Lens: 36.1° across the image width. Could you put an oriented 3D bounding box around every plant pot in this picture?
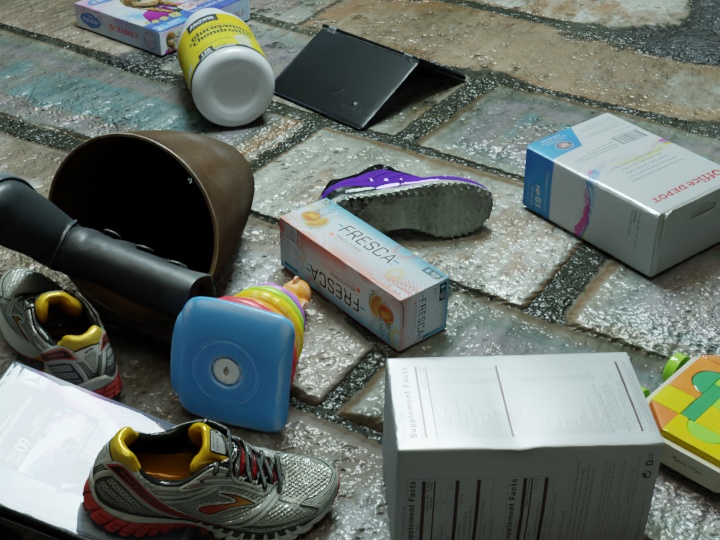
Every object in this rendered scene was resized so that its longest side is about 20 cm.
[{"bbox_3d":[-0.191,-0.069,1.152,0.186,0.188,0.200,11,20,15],"label":"plant pot"}]

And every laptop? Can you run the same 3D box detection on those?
[{"bbox_3d":[0.011,-0.269,1.581,0.187,0.117,0.199,28,14,34],"label":"laptop"}]

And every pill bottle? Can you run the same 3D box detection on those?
[{"bbox_3d":[-0.190,-0.286,1.512,0.111,0.113,0.200,-9,35,-14],"label":"pill bottle"}]

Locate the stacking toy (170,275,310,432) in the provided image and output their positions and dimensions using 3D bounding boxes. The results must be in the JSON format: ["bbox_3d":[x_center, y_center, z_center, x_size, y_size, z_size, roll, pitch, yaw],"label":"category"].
[{"bbox_3d":[-0.089,0.052,1.032,0.109,0.117,0.200,12,24,12],"label":"stacking toy"}]

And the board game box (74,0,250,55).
[{"bbox_3d":[-0.315,-0.415,1.767,0.199,0.041,0.200,23,40,30],"label":"board game box"}]

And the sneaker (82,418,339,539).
[{"bbox_3d":[-0.106,0.161,0.847,0.199,0.082,0.078,5,39,-24],"label":"sneaker"}]

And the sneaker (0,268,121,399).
[{"bbox_3d":[-0.281,0.044,1.028,0.078,0.083,0.200,-22,39,-32],"label":"sneaker"}]

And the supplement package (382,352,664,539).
[{"bbox_3d":[0.120,0.142,0.873,0.198,0.110,0.114,-1,34,-3],"label":"supplement package"}]

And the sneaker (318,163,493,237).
[{"bbox_3d":[0.048,-0.088,1.255,0.198,0.070,0.100,-3,31,-6],"label":"sneaker"}]

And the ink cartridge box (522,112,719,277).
[{"bbox_3d":[0.303,-0.090,1.247,0.144,0.085,0.200,-23,39,-30],"label":"ink cartridge box"}]

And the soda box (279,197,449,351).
[{"bbox_3d":[0.000,0.000,1.128,0.068,0.064,0.200,-24,41,-32],"label":"soda box"}]

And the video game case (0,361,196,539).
[{"bbox_3d":[-0.218,0.156,0.880,0.199,0.019,0.143,21,35,0],"label":"video game case"}]

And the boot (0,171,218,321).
[{"bbox_3d":[-0.234,-0.010,0.993,0.199,0.066,0.165,27,-3,13],"label":"boot"}]

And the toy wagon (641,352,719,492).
[{"bbox_3d":[0.334,0.121,0.971,0.155,0.040,0.199,29,43,35],"label":"toy wagon"}]
